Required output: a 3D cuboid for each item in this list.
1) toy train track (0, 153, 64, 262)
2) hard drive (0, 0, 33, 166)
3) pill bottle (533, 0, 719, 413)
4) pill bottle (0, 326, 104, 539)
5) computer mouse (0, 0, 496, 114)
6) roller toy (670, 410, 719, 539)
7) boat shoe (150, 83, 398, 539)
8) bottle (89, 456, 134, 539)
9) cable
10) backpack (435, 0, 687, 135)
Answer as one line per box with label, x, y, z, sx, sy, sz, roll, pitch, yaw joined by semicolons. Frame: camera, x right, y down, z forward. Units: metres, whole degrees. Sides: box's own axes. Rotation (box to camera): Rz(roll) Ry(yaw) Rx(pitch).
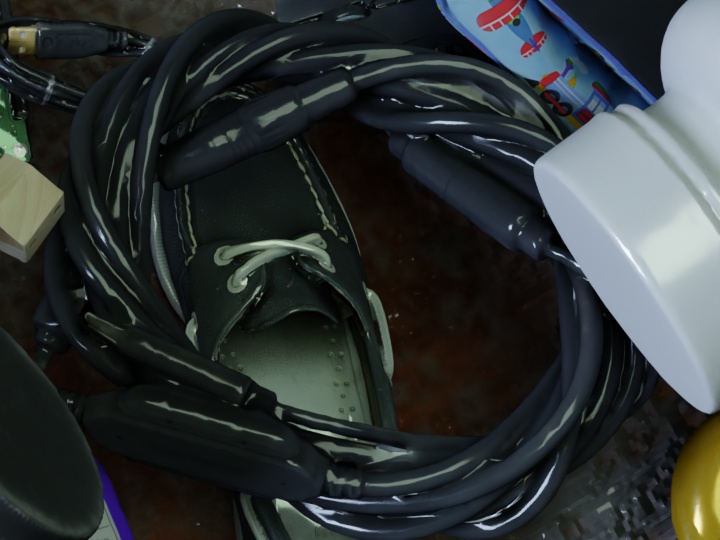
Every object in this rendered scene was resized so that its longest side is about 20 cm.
toy train track;-0.184;-0.062;0.736;0.200;0.033;0.115;27;60;11
hard drive;-0.194;-0.108;0.810;0.139;0.038;0.200;-8;76;-14
pill bottle;0.157;-0.050;0.687;0.200;0.120;0.120;-35;84;-3
pill bottle;-0.175;0.096;0.675;0.200;0.112;0.112;-37;84;13
computer mouse;-0.033;-0.083;0.814;0.200;0.034;0.059;-8;56;-28
roller toy;0.222;0.057;0.798;0.182;0.140;0.200;36;80;-6
boat shoe;-0.023;0.022;0.796;0.075;0.060;0.200;-15;77;-14
bottle;-0.116;0.092;0.755;0.083;0.065;0.200;-21;79;-19
cable;0.000;0.000;0.753;0.200;0.051;0.163;14;67;3
backpack;0.108;-0.148;0.822;0.183;0.134;0.200;38;34;-37
